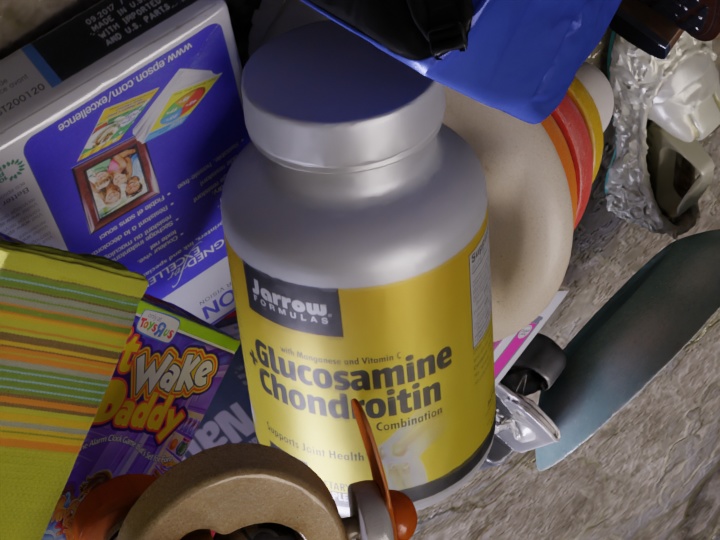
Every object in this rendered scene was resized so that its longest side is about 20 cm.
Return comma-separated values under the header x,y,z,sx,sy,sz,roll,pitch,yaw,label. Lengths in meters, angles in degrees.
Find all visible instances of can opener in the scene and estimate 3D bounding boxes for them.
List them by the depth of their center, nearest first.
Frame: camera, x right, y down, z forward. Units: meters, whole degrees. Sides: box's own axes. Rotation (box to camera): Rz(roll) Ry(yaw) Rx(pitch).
x,y,z,sx,sy,sz,roll,pitch,yaw,label
0.083,0.084,1.057,0.067,0.053,0.200,-51,-178,-15,can opener

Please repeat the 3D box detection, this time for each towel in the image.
x,y,z,sx,sy,sz,roll,pitch,yaw,label
-0.147,0.084,0.636,0.086,0.018,0.201,16,99,-55,towel

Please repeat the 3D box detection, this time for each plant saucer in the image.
x,y,z,sx,sy,sz,roll,pitch,yaw,label
0.164,0.035,1.037,0.201,0.039,0.201,-45,178,-2,plant saucer

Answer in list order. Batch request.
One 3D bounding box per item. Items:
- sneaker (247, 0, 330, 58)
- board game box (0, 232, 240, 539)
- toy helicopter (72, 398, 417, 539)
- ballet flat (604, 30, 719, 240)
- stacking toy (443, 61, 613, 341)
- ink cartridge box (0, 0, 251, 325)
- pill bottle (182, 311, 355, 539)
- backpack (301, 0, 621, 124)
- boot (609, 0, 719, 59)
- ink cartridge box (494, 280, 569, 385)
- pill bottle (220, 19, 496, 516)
x,y,z,sx,sy,sz,roll,pitch,yaw,label
0.040,-0.130,0.749,0.200,0.081,0.076,-40,153,-2,sneaker
-0.142,0.059,0.684,0.135,0.045,0.200,-64,151,-1,board game box
-0.018,0.139,0.725,0.132,0.079,0.200,-36,127,3,toy helicopter
0.184,-0.088,1.007,0.072,0.072,0.200,-34,150,-15,ballet flat
0.078,-0.061,0.871,0.200,0.146,0.147,-32,154,-49,stacking toy
-0.130,-0.011,0.736,0.198,0.043,0.200,-34,149,-14,ink cartridge box
-0.043,0.117,0.857,0.119,0.200,0.120,-31,150,-20,pill bottle
0.049,-0.176,0.623,0.201,0.162,0.168,-61,154,9,backpack
0.162,-0.165,0.829,0.097,0.075,0.200,-54,-178,1,boot
0.024,0.053,0.966,0.037,0.095,0.200,0,131,-51,ink cartridge box
0.000,0.000,0.736,0.112,0.112,0.201,-27,132,-25,pill bottle
